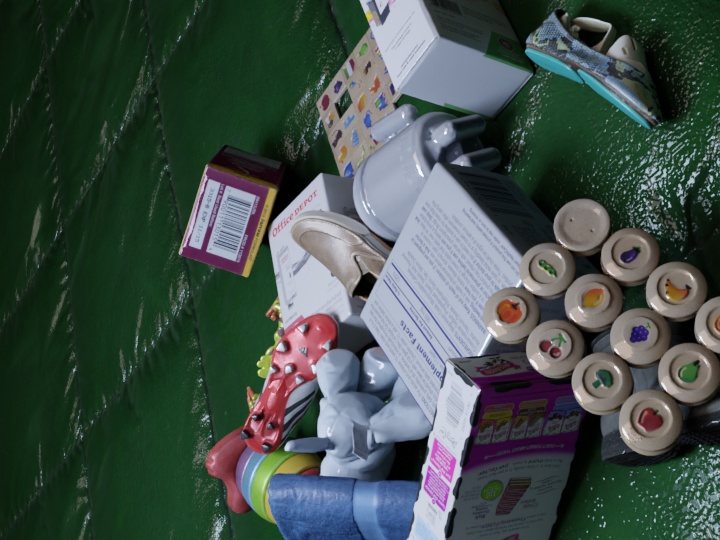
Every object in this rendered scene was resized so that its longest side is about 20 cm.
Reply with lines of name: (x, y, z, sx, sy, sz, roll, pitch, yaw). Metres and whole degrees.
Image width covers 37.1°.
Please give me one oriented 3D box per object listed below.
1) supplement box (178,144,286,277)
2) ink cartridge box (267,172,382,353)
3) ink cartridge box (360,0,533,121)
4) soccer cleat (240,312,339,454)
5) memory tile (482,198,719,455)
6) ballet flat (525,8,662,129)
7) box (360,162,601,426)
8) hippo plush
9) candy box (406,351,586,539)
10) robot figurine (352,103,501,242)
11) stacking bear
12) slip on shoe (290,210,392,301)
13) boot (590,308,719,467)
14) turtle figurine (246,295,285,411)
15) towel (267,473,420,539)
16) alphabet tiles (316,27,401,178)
supplement box: (-0.174, -0.088, 1.493, 0.200, 0.102, 0.132, -90, 19, -76)
ink cartridge box: (-0.039, 0.001, 1.362, 0.146, 0.082, 0.202, -40, 53, 43)
ink cartridge box: (0.087, -0.280, 1.201, 0.084, 0.144, 0.201, -48, 46, 36)
soccer cleat: (-0.080, 0.134, 1.303, 0.068, 0.085, 0.201, 30, 106, 11)
memory tile: (0.212, 0.040, 0.891, 0.200, 0.017, 0.153, 39, 82, 29)
ballet flat: (0.235, -0.207, 1.046, 0.200, 0.074, 0.075, 46, 119, 46)
box: (0.114, 0.029, 1.072, 0.184, 0.104, 0.201, 55, 128, 44)
hippo plush: (0.016, 0.200, 1.208, 0.201, 0.157, 0.162, -73, -15, -57)
candy box: (0.129, 0.178, 1.003, 0.061, 0.135, 0.202, 40, 126, 53)
robot figurine: (0.067, -0.103, 1.213, 0.200, 0.112, 0.171, -33, 76, 47)
stacking bear: (-0.082, 0.277, 1.339, 0.114, 0.122, 0.199, -41, 40, -23)
slip on shoe: (0.000, 0.000, 1.232, 0.061, 0.199, 0.076, -53, -9, -37)
boot: (0.275, 0.085, 0.917, 0.199, 0.067, 0.132, -27, 54, 47)
turtle figurine: (-0.112, 0.139, 1.432, 0.161, 0.064, 0.202, -103, 28, -77)
towel: (0.003, 0.259, 1.138, 0.198, 0.112, 0.049, 2, 54, 14)
alphabet tiles: (0.008, -0.210, 1.418, 0.167, 0.007, 0.201, -49, 46, 36)
